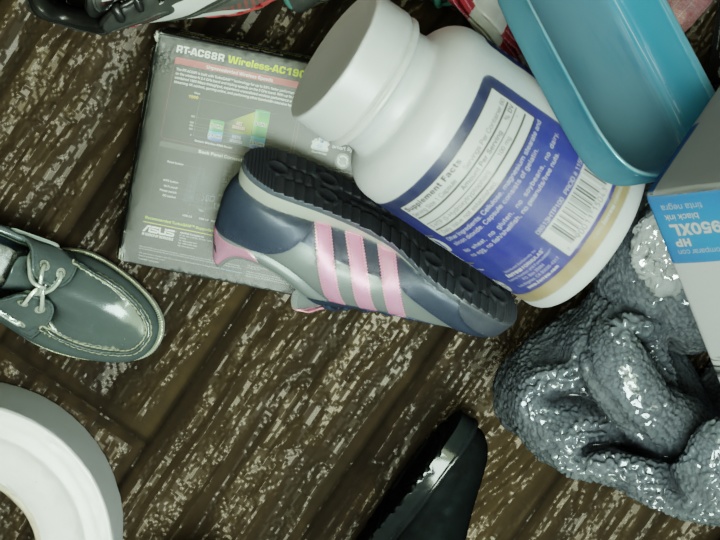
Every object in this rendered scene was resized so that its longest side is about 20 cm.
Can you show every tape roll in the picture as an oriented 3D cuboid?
[{"bbox_3d":[-0.259,0.177,1.423,0.200,0.071,0.205,0,100,0],"label":"tape roll"}]

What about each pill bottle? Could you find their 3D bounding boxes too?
[{"bbox_3d":[0.063,-0.077,1.299,0.199,0.120,0.120,33,97,-18],"label":"pill bottle"}]

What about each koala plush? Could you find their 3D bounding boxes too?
[{"bbox_3d":[0.188,0.028,1.353,0.182,0.177,0.202,16,107,9],"label":"koala plush"}]

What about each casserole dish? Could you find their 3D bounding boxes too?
[{"bbox_3d":[0.146,-0.130,1.287,0.039,0.121,0.201,-38,72,45],"label":"casserole dish"}]

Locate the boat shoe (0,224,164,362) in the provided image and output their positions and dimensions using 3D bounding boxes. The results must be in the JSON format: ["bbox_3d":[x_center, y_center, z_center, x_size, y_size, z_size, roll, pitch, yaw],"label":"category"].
[{"bbox_3d":[-0.223,0.009,1.400,0.199,0.062,0.073,27,98,-5],"label":"boat shoe"}]

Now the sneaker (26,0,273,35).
[{"bbox_3d":[-0.122,-0.186,1.327,0.199,0.098,0.072,-7,99,21],"label":"sneaker"}]

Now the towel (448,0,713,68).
[{"bbox_3d":[0.127,-0.195,1.347,0.144,0.023,0.200,-48,118,-7],"label":"towel"}]

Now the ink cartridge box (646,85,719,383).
[{"bbox_3d":[0.258,-0.002,1.255,0.084,0.145,0.201,-6,120,37],"label":"ink cartridge box"}]

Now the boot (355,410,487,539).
[{"bbox_3d":[0.074,0.212,1.432,0.162,0.073,0.199,33,104,-3],"label":"boot"}]

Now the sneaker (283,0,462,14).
[{"bbox_3d":[0.047,-0.197,1.367,0.199,0.078,0.092,-23,103,4],"label":"sneaker"}]

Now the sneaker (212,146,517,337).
[{"bbox_3d":[0.000,0.000,1.346,0.199,0.070,0.082,29,119,-6],"label":"sneaker"}]

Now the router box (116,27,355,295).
[{"bbox_3d":[-0.049,-0.065,1.390,0.198,0.062,0.151,12,100,-3],"label":"router box"}]

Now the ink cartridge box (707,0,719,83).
[{"bbox_3d":[0.267,-0.209,1.317,0.044,0.094,0.202,4,99,-20],"label":"ink cartridge box"}]
